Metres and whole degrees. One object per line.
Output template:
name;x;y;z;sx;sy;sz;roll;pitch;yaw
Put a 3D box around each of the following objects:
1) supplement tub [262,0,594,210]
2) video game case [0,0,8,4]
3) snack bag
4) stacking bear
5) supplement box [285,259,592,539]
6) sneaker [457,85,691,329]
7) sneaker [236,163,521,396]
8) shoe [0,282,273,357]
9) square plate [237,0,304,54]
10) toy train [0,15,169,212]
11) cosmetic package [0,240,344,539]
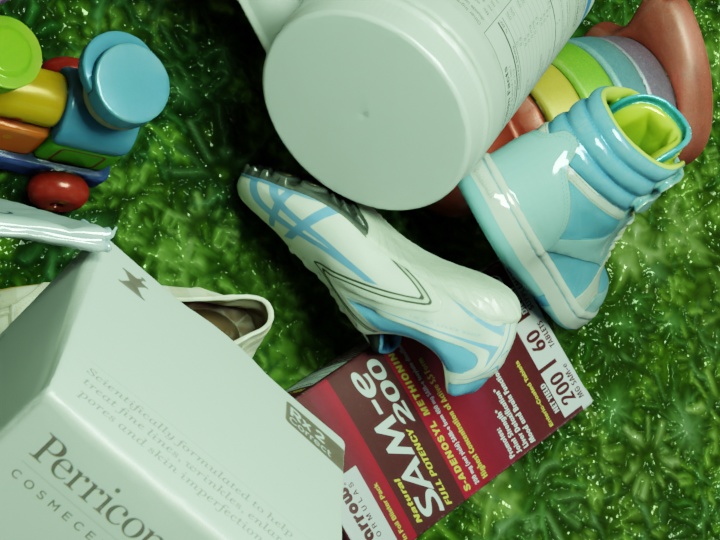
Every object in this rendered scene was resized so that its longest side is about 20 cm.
supplement tub;0.045;-0.141;0.988;0.132;0.132;0.200;49;47;-12
video game case;-0.258;-0.170;0.848;0.143;0.200;0.019;67;16;-1
snack bag;-0.239;-0.029;0.814;0.200;0.188;0.021;5;94;-31
stacking bear;0.114;-0.092;1.103;0.200;0.121;0.114;-19;88;-25
supplement box;0.034;0.085;1.029;0.200;0.061;0.109;-33;95;-33
sneaker;0.147;-0.038;1.031;0.080;0.130;0.200;62;10;25
sneaker;0.000;0.000;0.984;0.072;0.200;0.073;3;118;-59
shoe;-0.138;0.035;0.937;0.200;0.053;0.070;-5;80;-33
square plate;-0.013;-0.217;1.010;0.198;0.028;0.200;-67;157;-19
toy train;-0.206;-0.098;0.891;0.200;0.116;0.085;12;71;-30
cosmetic package;-0.133;0.128;0.798;0.165;0.200;0.165;41;18;-16
